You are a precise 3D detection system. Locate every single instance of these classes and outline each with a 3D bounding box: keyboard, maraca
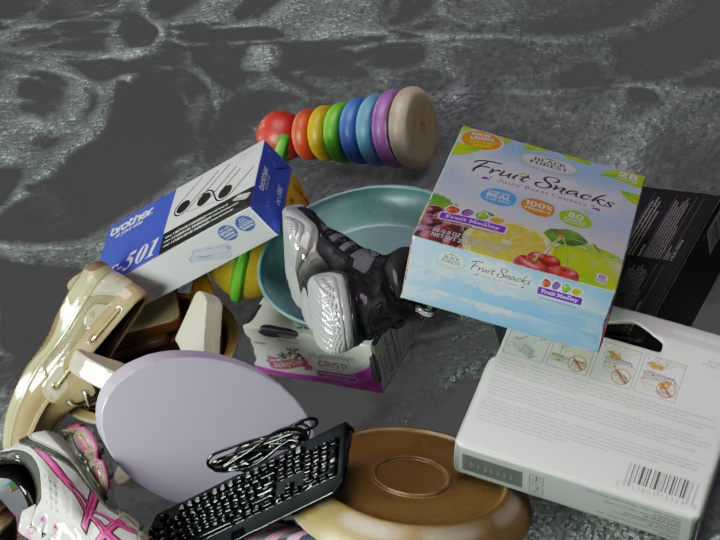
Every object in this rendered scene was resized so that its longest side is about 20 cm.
[{"bbox_3d":[-0.097,0.169,1.445,0.199,0.040,0.104,-27,27,21],"label":"keyboard"},{"bbox_3d":[-0.097,-0.051,1.784,0.106,0.138,0.201,18,34,0],"label":"maraca"}]

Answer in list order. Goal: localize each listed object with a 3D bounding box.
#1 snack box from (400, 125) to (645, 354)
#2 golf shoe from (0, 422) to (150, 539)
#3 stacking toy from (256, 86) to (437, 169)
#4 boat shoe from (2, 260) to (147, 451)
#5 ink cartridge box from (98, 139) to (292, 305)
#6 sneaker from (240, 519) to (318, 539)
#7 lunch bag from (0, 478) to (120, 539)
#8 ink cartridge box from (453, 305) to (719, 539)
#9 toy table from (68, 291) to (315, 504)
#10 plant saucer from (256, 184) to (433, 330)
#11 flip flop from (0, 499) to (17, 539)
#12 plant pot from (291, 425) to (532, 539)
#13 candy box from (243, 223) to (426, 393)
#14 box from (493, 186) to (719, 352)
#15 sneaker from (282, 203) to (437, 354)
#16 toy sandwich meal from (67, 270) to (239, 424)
[{"bbox_3d":[0.138,-0.030,1.507,0.167,0.068,0.200,15,32,7],"label":"snack box"},{"bbox_3d":[-0.221,0.211,1.432,0.091,0.073,0.200,-11,49,-33],"label":"golf shoe"},{"bbox_3d":[-0.022,-0.148,1.922,0.198,0.086,0.086,1,39,30],"label":"stacking toy"},{"bbox_3d":[-0.259,0.093,1.648,0.064,0.201,0.071,30,11,13],"label":"boat shoe"},{"bbox_3d":[-0.156,-0.036,1.676,0.199,0.044,0.094,-27,34,29],"label":"ink cartridge box"},{"bbox_3d":[-0.055,0.219,1.454,0.198,0.071,0.082,-10,39,8],"label":"sneaker"},{"bbox_3d":[-0.284,0.251,1.502,0.159,0.078,0.201,3,42,18],"label":"lunch bag"},{"bbox_3d":[0.195,0.110,1.456,0.198,0.044,0.174,16,52,15],"label":"ink cartridge box"},{"bbox_3d":[-0.146,0.121,1.548,0.185,0.199,0.117,-55,31,0],"label":"toy table"},{"bbox_3d":[0.006,-0.003,1.647,0.198,0.036,0.201,-9,39,7],"label":"plant saucer"},{"bbox_3d":[-0.294,0.217,1.431,0.057,0.082,0.200,-6,38,-19],"label":"flip flop"},{"bbox_3d":[0.040,0.172,1.449,0.198,0.028,0.200,5,22,-2],"label":"plant pot"},{"bbox_3d":[-0.002,0.019,1.704,0.135,0.061,0.200,8,42,27],"label":"candy box"},{"bbox_3d":[0.222,0.013,1.604,0.140,0.079,0.200,11,45,28],"label":"box"},{"bbox_3d":[0.000,0.000,1.565,0.113,0.076,0.200,-9,32,-12],"label":"sneaker"},{"bbox_3d":[-0.208,0.063,1.724,0.203,0.071,0.206,-11,36,8],"label":"toy sandwich meal"}]
